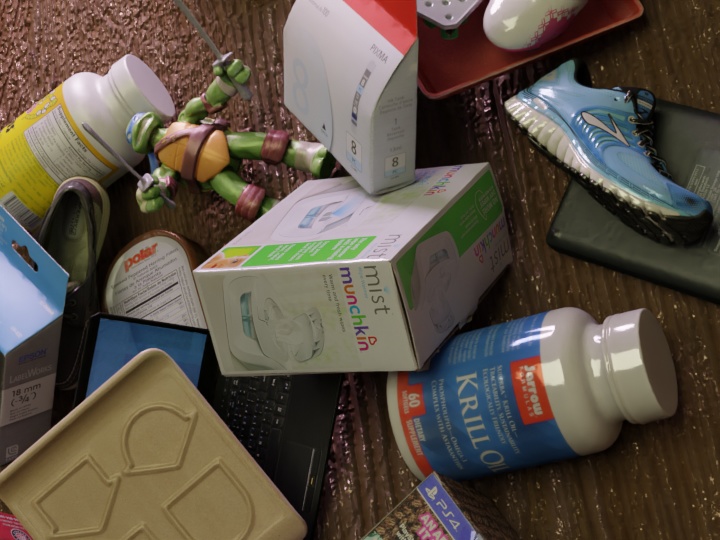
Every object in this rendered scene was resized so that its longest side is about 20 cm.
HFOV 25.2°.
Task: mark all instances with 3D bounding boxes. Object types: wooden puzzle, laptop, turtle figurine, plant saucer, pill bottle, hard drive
[{"bbox_3d":[-0.170,0.191,1.313,0.185,0.046,0.200,-40,90,7],"label":"wooden puzzle"},{"bbox_3d":[-0.133,0.140,1.332,0.200,0.103,0.178,12,93,33],"label":"laptop"},{"bbox_3d":[-0.129,-0.109,1.401,0.194,0.200,0.144,22,50,11],"label":"turtle figurine"},{"bbox_3d":[0.105,-0.238,1.356,0.199,0.037,0.200,-23,58,-9],"label":"plant saucer"},{"bbox_3d":[-0.275,-0.119,1.532,0.200,0.104,0.104,-34,58,15],"label":"pill bottle"},{"bbox_3d":[0.255,-0.054,1.240,0.200,0.033,0.140,20,83,34],"label":"hard drive"},{"bbox_3d":[0.130,0.090,1.211,0.200,0.112,0.112,-17,64,25],"label":"pill bottle"}]

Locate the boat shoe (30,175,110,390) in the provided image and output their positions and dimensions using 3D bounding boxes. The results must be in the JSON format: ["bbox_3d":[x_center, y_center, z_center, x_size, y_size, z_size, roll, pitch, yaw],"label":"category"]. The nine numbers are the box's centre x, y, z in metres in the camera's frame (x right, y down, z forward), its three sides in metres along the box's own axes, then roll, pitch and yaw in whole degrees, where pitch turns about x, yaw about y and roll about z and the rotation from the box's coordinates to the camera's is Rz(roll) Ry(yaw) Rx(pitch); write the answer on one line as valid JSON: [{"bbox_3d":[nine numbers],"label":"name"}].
[{"bbox_3d":[-0.275,0.013,1.474,0.072,0.066,0.201,10,96,8],"label":"boat shoe"}]

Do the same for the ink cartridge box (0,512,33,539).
[{"bbox_3d":[-0.253,0.306,1.335,0.083,0.146,0.200,-46,56,9],"label":"ink cartridge box"}]

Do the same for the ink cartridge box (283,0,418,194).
[{"bbox_3d":[-0.011,-0.184,1.270,0.047,0.200,0.160,-17,40,-21],"label":"ink cartridge box"}]

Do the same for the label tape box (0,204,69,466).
[{"bbox_3d":[-0.337,0.055,1.465,0.144,0.063,0.200,40,132,34],"label":"label tape box"}]

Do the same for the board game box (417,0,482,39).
[{"bbox_3d":[0.057,-0.300,1.363,0.200,0.026,0.200,32,64,23],"label":"board game box"}]

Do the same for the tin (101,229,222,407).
[{"bbox_3d":[-0.172,0.054,1.449,0.112,0.042,0.200,-27,60,14],"label":"tin"}]

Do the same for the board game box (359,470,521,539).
[{"bbox_3d":[0.048,0.281,1.197,0.200,0.097,0.160,-44,56,9],"label":"board game box"}]

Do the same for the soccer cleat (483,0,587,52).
[{"bbox_3d":[0.173,-0.257,1.290,0.200,0.086,0.070,-40,63,-19],"label":"soccer cleat"}]

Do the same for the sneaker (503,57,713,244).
[{"bbox_3d":[0.198,-0.100,1.226,0.090,0.078,0.200,-47,56,3],"label":"sneaker"}]

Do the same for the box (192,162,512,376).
[{"bbox_3d":[0.000,0.000,1.268,0.176,0.200,0.097,-4,112,30],"label":"box"}]
